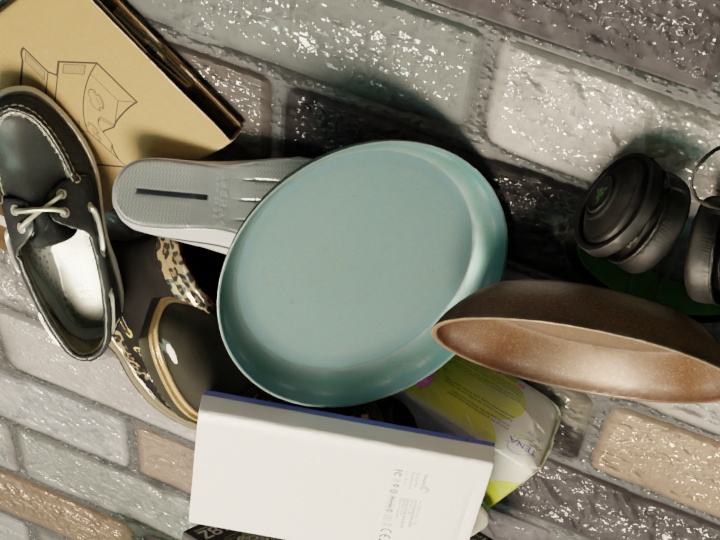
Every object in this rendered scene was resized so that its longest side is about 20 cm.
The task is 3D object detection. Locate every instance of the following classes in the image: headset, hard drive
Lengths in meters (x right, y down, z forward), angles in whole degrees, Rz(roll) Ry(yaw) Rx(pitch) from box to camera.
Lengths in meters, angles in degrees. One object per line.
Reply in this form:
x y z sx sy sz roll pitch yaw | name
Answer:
0.193 -0.034 0.929 0.122 0.095 0.200 21 159 2 | headset
-0.017 0.147 1.097 0.197 0.026 0.133 10 137 -1 | hard drive

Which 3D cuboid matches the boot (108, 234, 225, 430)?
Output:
-0.122 0.042 1.210 0.150 0.073 0.200 -18 119 45 | boot

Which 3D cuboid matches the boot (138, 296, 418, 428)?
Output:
-0.047 0.079 1.096 0.137 0.078 0.200 -7 144 33 | boot

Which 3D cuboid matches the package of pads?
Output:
0.033 0.102 1.182 0.199 0.069 0.155 32 145 -6 | package of pads

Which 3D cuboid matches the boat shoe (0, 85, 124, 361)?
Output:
-0.212 -0.030 1.108 0.075 0.061 0.202 -18 118 6 | boat shoe

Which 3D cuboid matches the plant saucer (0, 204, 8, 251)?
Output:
-0.298 -0.078 1.183 0.198 0.030 0.201 24 152 14 | plant saucer

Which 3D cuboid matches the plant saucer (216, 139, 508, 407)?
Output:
0.000 0.000 1.022 0.198 0.027 0.202 -11 126 -16 | plant saucer

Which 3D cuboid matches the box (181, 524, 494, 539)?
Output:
-0.016 0.222 1.222 0.160 0.199 0.050 27 118 33 | box

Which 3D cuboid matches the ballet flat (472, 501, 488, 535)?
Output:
-0.002 0.181 1.192 0.198 0.070 0.070 13 142 23 | ballet flat

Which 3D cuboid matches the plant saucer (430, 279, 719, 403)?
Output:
0.145 0.043 1.009 0.198 0.037 0.201 12 168 3 | plant saucer

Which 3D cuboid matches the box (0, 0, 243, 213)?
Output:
-0.195 -0.118 1.099 0.163 0.021 0.199 45 140 -21 | box

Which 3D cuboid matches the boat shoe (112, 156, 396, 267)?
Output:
-0.068 -0.043 1.082 0.198 0.074 0.067 13 175 8 | boat shoe
